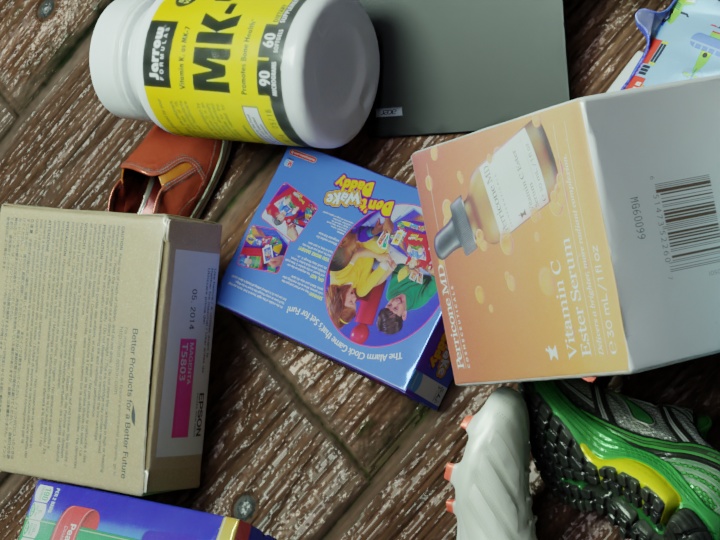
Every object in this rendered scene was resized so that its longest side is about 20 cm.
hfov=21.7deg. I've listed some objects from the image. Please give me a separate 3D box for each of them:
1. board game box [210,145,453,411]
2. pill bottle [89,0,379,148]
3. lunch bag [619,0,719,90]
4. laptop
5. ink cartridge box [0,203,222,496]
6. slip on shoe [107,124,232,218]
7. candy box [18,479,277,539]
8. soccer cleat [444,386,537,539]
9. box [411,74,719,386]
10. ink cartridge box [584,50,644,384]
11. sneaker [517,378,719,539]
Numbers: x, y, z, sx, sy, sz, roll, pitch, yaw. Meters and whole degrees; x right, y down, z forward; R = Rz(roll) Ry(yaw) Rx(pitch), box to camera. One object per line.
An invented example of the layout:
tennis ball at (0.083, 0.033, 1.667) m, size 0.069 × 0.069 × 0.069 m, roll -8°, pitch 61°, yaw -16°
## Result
board game box at (0.000, 0.000, 1.344) m, size 0.199 × 0.045 × 0.135 m, roll 23°, pitch 84°, yaw 39°
pill bottle at (-0.096, -0.154, 1.398) m, size 0.199 × 0.114 × 0.115 m, roll 7°, pitch 73°, yaw 32°
lunch bag at (0.252, -0.110, 1.149) m, size 0.199 × 0.094 × 0.151 m, roll 31°, pitch 88°, yaw 19°
laptop at (0.096, -0.206, 1.393) m, size 0.176 × 0.104 × 0.201 m, roll -1°, pitch 44°, yaw 34°
ink cartridge box at (-0.193, 0.056, 1.390) m, size 0.164 × 0.075 × 0.202 m, roll 6°, pitch 90°, yaw 31°
slip on shoe at (-0.154, -0.078, 1.477) m, size 0.074 × 0.061 × 0.201 m, roll 12°, pitch 76°, yaw 39°
candy box at (-0.163, 0.250, 1.324) m, size 0.199 × 0.077 × 0.170 m, roll 5°, pitch 72°, yaw 35°
soccer cleat at (0.090, 0.175, 1.178) m, size 0.077 × 0.069 × 0.202 m, roll 12°, pitch 95°, yaw 26°
box at (0.132, -0.018, 1.107) m, size 0.200 × 0.106 × 0.154 m, roll -13°, pitch 88°, yaw 63°
ink cartridge box at (0.168, -0.033, 1.237) m, size 0.200 × 0.050 × 0.109 m, roll -52°, pitch 51°, yaw 2°
sneaker at (0.168, 0.113, 1.171) m, size 0.085 × 0.078 × 0.200 m, roll -27°, pitch 39°, yaw -22°
